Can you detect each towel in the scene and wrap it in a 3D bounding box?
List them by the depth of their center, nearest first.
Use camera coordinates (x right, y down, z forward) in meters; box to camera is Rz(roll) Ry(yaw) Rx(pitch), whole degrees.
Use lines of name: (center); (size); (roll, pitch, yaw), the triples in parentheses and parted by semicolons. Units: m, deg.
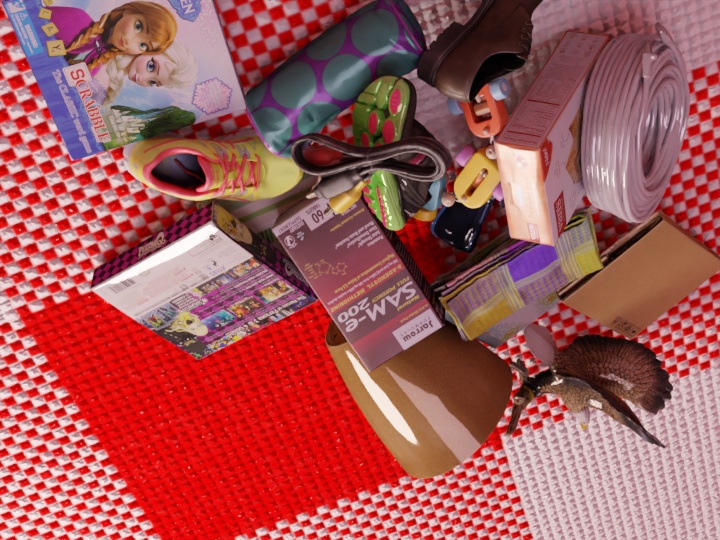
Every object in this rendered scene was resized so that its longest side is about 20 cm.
towel: (0.188, 0.009, 1.594); (0.198, 0.023, 0.144); (-29, 150, 0)
towel: (-0.088, -0.041, 1.605); (0.151, 0.024, 0.201); (-22, 129, 3)
towel: (0.188, 0.015, 1.669); (0.170, 0.049, 0.199); (-35, 150, 16)

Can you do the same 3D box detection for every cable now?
cable: (0.006, -0.116, 1.393); (0.198, 0.050, 0.098); (-18, 111, 40)
cable: (0.299, -0.156, 1.503); (0.199, 0.068, 0.203); (16, 88, -62)

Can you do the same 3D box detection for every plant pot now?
plant pot: (0.055, 0.121, 1.688); (0.186, 0.187, 0.200); (-39, 115, 18)

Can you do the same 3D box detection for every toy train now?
toy train: (0.100, -0.139, 1.512); (0.198, 0.055, 0.152); (-20, 100, 38)

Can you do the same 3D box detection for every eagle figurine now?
eagle figurine: (0.298, 0.153, 1.777); (0.197, 0.154, 0.151); (-2, 162, 22)

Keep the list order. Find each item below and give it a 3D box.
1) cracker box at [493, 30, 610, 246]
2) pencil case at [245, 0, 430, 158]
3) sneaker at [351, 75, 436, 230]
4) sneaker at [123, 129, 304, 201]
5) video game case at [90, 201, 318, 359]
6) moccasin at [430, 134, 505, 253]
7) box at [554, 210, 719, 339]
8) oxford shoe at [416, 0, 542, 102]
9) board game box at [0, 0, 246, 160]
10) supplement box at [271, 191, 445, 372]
cracker box: (0.216, -0.144, 1.487); (0.057, 0.201, 0.135); (13, 140, 28)
pencil case: (-0.022, -0.203, 1.443); (0.199, 0.085, 0.093); (-34, 115, 14)
sneaker: (0.042, -0.132, 1.445); (0.083, 0.077, 0.201); (-31, 147, -21)
sneaker: (-0.153, -0.105, 1.477); (0.197, 0.090, 0.079); (-1, 108, -15)
video game case: (-0.178, 0.017, 1.582); (0.198, 0.036, 0.181); (-27, 134, 31)
moccasin: (0.158, -0.103, 1.577); (0.068, 0.081, 0.201); (38, 131, 2)
box: (0.354, 0.009, 1.722); (0.163, 0.021, 0.199); (-41, 144, 19)
oxford shoe: (0.154, -0.246, 1.420); (0.200, 0.084, 0.073); (-48, 158, -10)
board game box: (-0.235, -0.226, 1.397); (0.197, 0.041, 0.202); (-17, 131, 0)
supplement box: (0.000, 0.000, 1.553); (0.108, 0.061, 0.201); (-32, 102, 13)
